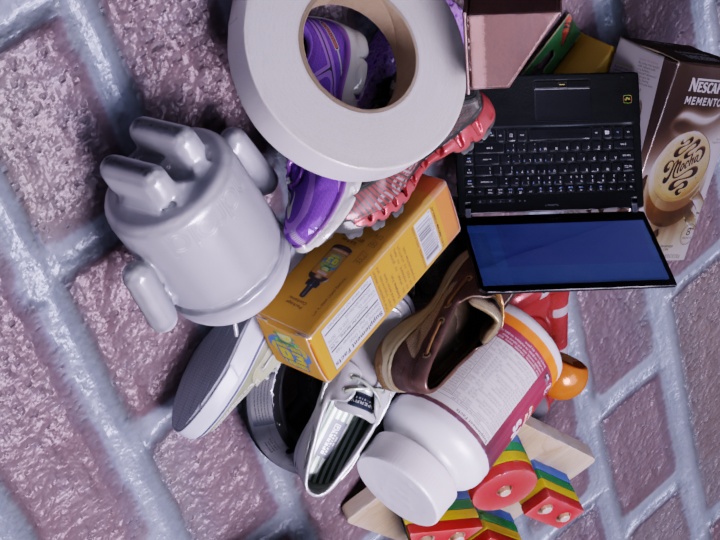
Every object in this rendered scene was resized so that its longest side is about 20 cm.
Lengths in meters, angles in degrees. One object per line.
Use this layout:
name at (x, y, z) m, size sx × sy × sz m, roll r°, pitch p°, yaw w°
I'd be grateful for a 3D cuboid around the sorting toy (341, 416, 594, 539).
sorting toy at (0.121, 0.237, 1.635) m, size 0.200 × 0.070 × 0.198 m, roll -39°, pitch 141°, yaw 20°

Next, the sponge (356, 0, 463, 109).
sponge at (0.032, -0.150, 1.421) m, size 0.111 × 0.030 × 0.201 m, roll 34°, pitch 89°, yaw -47°

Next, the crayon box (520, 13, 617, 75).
crayon box at (0.222, -0.140, 1.580) m, size 0.127 × 0.051 × 0.200 m, roll -52°, pitch 136°, yaw -4°

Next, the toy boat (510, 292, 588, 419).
toy boat at (0.175, 0.083, 1.608) m, size 0.130 × 0.131 × 0.201 m, roll -25°, pitch 128°, yaw -29°

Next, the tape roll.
tape roll at (-0.009, -0.171, 1.283) m, size 0.202 × 0.037 × 0.204 m, roll 7°, pitch 74°, yaw -26°

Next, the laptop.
laptop at (0.179, -0.082, 1.435) m, size 0.176 × 0.103 × 0.201 m, roll -2°, pitch 89°, yaw -7°

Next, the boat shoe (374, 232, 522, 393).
boat shoe at (0.099, 0.040, 1.415) m, size 0.200 × 0.072 × 0.072 m, roll -40°, pitch 123°, yaw -31°

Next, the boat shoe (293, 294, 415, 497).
boat shoe at (0.000, 0.112, 1.427) m, size 0.073 × 0.067 × 0.201 m, roll 17°, pitch 107°, yaw -11°

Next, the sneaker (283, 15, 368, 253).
sneaker at (-0.049, -0.112, 1.310) m, size 0.083 × 0.080 × 0.201 m, roll 14°, pitch 68°, yaw -32°

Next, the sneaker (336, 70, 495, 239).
sneaker at (0.028, -0.112, 1.366) m, size 0.200 × 0.071 × 0.098 m, roll -41°, pitch 135°, yaw -19°

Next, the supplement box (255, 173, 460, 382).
supplement box at (0.000, 0.000, 1.385) m, size 0.200 × 0.066 × 0.069 m, roll -46°, pitch 139°, yaw -27°

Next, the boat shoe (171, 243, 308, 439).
boat shoe at (-0.091, 0.064, 1.398) m, size 0.062 × 0.072 × 0.201 m, roll 33°, pitch 88°, yaw -30°

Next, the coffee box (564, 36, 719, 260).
coffee box at (0.282, -0.115, 1.552) m, size 0.113 × 0.080 × 0.201 m, roll -2°, pitch 115°, yaw -41°

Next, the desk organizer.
desk organizer at (0.129, -0.226, 1.342) m, size 0.076 × 0.200 × 0.072 m, roll -1°, pitch 124°, yaw 8°

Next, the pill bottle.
pill bottle at (0.090, 0.130, 1.479) m, size 0.200 × 0.109 × 0.110 m, roll -49°, pitch 138°, yaw -27°

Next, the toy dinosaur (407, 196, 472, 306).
toy dinosaur at (0.080, -0.017, 1.487) m, size 0.200 × 0.077 × 0.103 m, roll -50°, pitch 129°, yaw -24°

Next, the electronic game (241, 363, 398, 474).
electronic game at (-0.025, 0.096, 1.502) m, size 0.199 × 0.042 × 0.201 m, roll -15°, pitch 115°, yaw -34°

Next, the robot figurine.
robot figurine at (-0.128, -0.033, 1.284) m, size 0.170 × 0.113 × 0.200 m, roll -53°, pitch 138°, yaw -20°
